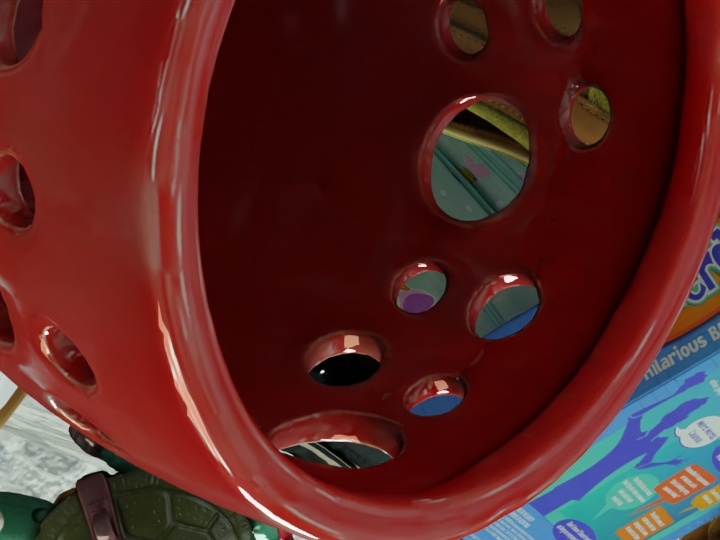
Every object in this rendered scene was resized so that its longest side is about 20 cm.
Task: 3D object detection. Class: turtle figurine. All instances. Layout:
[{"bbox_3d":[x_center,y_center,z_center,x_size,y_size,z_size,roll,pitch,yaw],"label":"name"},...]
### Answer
[{"bbox_3d":[-0.091,0.094,1.094,0.199,0.151,0.101,-14,-173,-3],"label":"turtle figurine"}]

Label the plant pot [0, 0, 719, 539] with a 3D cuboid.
[{"bbox_3d":[-0.035,-0.051,0.722,0.182,0.201,0.200,17,171,40],"label":"plant pot"}]

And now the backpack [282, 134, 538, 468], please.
[{"bbox_3d":[0.000,0.000,1.044,0.200,0.127,0.167,41,162,-1],"label":"backpack"}]

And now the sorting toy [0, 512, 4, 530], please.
[{"bbox_3d":[-0.205,0.020,0.966,0.185,0.037,0.200,37,175,10],"label":"sorting toy"}]

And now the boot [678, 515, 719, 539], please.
[{"bbox_3d":[0.173,0.135,1.048,0.143,0.071,0.201,20,160,6],"label":"boot"}]

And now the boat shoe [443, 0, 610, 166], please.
[{"bbox_3d":[-0.003,-0.076,0.888,0.199,0.068,0.072,14,171,30],"label":"boat shoe"}]

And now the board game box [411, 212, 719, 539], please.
[{"bbox_3d":[0.117,0.026,0.917,0.045,0.199,0.152,63,-172,23],"label":"board game box"}]

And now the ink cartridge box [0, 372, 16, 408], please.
[{"bbox_3d":[-0.189,-0.028,0.948,0.200,0.068,0.116,39,180,1],"label":"ink cartridge box"}]

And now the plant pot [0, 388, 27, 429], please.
[{"bbox_3d":[-0.227,-0.005,1.166,0.199,0.201,0.140,7,149,50],"label":"plant pot"}]
